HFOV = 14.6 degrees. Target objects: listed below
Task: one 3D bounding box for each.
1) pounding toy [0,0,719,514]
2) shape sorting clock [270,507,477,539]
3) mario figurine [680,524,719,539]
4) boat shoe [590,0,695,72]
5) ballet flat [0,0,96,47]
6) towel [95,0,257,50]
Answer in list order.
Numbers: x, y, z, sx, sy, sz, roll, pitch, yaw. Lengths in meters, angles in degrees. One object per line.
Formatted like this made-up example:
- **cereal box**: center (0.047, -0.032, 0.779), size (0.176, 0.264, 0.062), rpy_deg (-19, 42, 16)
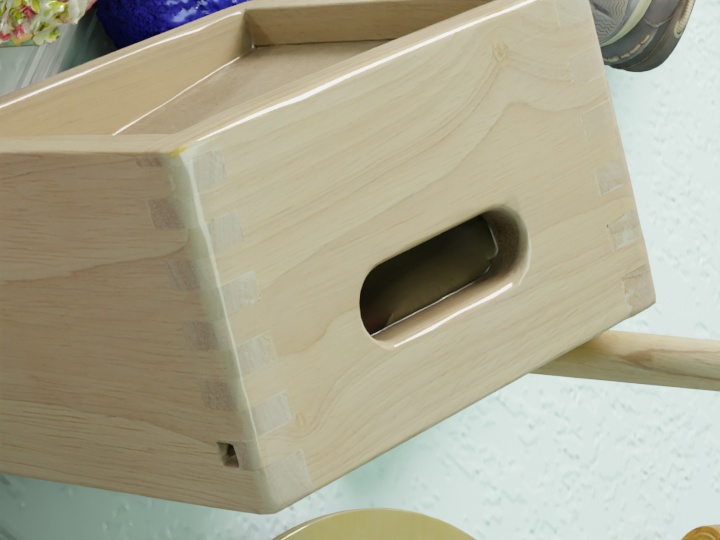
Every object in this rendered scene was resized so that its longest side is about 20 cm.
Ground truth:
- **pounding toy**: center (0.000, 0.000, 0.823), size (0.199, 0.184, 0.143), rpy_deg (-25, 108, -37)
- **shape sorting clock**: center (0.006, 0.180, 0.941), size (0.199, 0.039, 0.201), rpy_deg (7, 78, -37)
- **mario figurine**: center (0.206, 0.166, 1.136), size (0.200, 0.106, 0.124), rpy_deg (37, 55, -39)
- **boat shoe**: center (0.112, -0.171, 1.122), size (0.073, 0.074, 0.201), rpy_deg (38, 64, -52)
- **ballet flat**: center (-0.112, -0.099, 0.818), size (0.076, 0.064, 0.200), rpy_deg (59, 37, -4)
- **towel**: center (0.000, -0.061, 0.973), size (0.200, 0.049, 0.148), rpy_deg (56, 45, -27)
